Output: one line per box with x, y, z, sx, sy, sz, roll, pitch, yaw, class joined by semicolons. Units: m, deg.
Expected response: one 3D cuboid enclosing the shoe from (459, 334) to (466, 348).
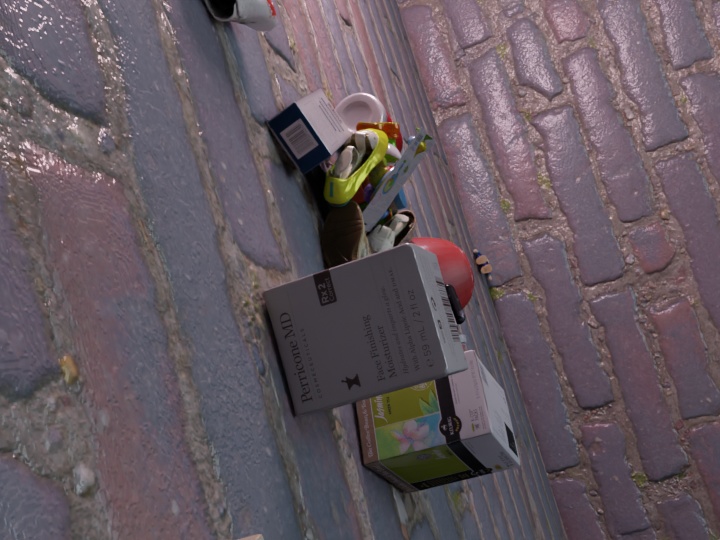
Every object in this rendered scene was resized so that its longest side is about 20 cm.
0.166;0.177;1.649;0.200;0.071;0.091;6;67;-69;shoe

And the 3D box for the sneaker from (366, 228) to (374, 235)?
0.069;0.007;1.673;0.088;0.074;0.201;55;20;-62;sneaker

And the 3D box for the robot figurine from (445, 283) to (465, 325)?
0.099;0.074;1.525;0.150;0.125;0.201;23;43;-54;robot figurine

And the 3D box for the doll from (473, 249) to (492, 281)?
0.474;-0.022;3.305;0.137;0.048;0.200;62;8;-1;doll

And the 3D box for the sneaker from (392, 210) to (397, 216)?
0.049;-0.151;1.827;0.200;0.074;0.081;-57;137;-65;sneaker

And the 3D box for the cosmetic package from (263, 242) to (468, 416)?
0.011;0.077;1.092;0.165;0.199;0.166;15;58;-74;cosmetic package

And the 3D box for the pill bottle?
0.024;-0.273;1.772;0.200;0.112;0.113;40;34;-65;pill bottle

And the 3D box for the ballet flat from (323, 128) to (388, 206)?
-0.006;-0.190;1.426;0.067;0.067;0.200;79;31;-45;ballet flat

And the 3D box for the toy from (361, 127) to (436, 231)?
0.047;-0.163;1.481;0.047;0.200;0.115;41;8;15;toy

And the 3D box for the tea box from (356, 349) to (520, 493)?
0.117;0.235;1.301;0.200;0.196;0.134;51;25;-57;tea box

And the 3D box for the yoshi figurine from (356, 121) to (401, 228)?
0.023;-0.183;1.648;0.112;0.112;0.201;-79;169;-81;yoshi figurine

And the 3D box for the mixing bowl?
0.156;0.015;1.702;0.200;0.108;0.201;161;-90;-75;mixing bowl

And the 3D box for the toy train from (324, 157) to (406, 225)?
-0.001;-0.179;1.546;0.085;0.115;0.201;-79;148;-64;toy train

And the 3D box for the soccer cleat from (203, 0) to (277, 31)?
-0.182;-0.384;1.235;0.200;0.068;0.086;35;47;-62;soccer cleat

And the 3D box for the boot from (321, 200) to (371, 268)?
0.000;0.000;1.416;0.155;0.072;0.201;47;33;-58;boot

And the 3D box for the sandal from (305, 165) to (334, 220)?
-0.044;-0.119;1.449;0.075;0.045;0.201;-83;151;-62;sandal

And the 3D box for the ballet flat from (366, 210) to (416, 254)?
0.046;-0.061;1.568;0.068;0.067;0.200;31;36;10;ballet flat

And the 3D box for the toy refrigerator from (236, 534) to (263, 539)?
-0.124;0.260;0.599;0.200;0.076;0.070;-34;105;-75;toy refrigerator

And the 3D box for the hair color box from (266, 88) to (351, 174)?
-0.079;-0.229;1.391;0.100;0.060;0.200;55;18;-10;hair color box
